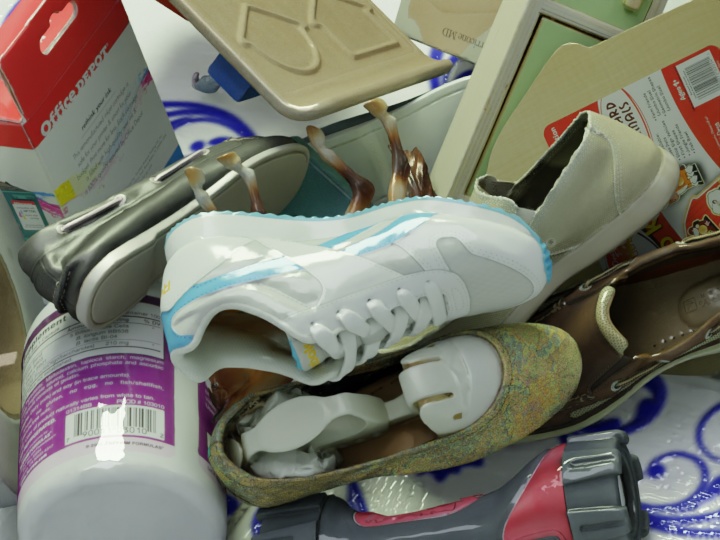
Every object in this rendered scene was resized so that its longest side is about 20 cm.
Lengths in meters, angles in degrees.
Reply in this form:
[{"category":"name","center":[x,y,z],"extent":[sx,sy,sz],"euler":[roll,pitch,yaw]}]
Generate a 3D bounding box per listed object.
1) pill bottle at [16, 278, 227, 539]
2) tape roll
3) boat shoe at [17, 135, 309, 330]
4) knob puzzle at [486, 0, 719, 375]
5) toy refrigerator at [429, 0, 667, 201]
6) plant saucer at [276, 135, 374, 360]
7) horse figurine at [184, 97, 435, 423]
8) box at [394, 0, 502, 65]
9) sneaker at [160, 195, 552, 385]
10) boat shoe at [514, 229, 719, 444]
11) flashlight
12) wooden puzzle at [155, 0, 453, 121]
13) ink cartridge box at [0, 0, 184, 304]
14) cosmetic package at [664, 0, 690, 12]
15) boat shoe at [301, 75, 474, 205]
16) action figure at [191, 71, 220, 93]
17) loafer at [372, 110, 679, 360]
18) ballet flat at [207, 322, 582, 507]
[{"category":"pill bottle","center":[-0.131,0.076,1.455],"extent":[0.112,0.112,0.200],"euler":[-14,41,7]},{"category":"tape roll","center":[-0.216,0.033,1.467],"extent":[0.037,0.203,0.203],"euler":[-13,42,8]},{"category":"boat shoe","center":[-0.105,-0.035,1.458],"extent":[0.057,0.067,0.200],"euler":[34,42,21]},{"category":"knob puzzle","center":[0.154,-0.033,1.453],"extent":[0.219,0.030,0.220],"euler":[0,89,18]},{"category":"toy refrigerator","center":[0.114,-0.121,1.499],"extent":[0.076,0.200,0.070],"euler":[21,10,-11]},{"category":"plant saucer","center":[0.000,0.000,1.506],"extent":[0.070,0.019,0.200],"euler":[-43,63,-8]},{"category":"horse figurine","center":[-0.019,-0.013,1.446],"extent":[0.200,0.133,0.050],"euler":[-23,2,-38]},{"category":"box","center":[0.101,-0.223,1.621],"extent":[0.095,0.201,0.078],"euler":[24,13,38]},{"category":"sneaker","center":[-0.002,0.015,1.341],"extent":[0.199,0.077,0.081],"euler":[-5,54,9]},{"category":"boat shoe","center":[0.132,0.028,1.397],"extent":[0.202,0.075,0.075],"euler":[-27,70,12]},{"category":"flashlight","center":[0.045,0.128,1.368],"extent":[0.199,0.068,0.068],"euler":[-9,84,17]},{"category":"wooden puzzle","center":[-0.062,-0.155,1.559],"extent":[0.200,0.046,0.185],"euler":[41,27,13]},{"category":"ink cartridge box","center":[-0.178,-0.085,1.577],"extent":[0.067,0.200,0.116],"euler":[8,48,28]},{"category":"cosmetic package","center":[0.232,-0.120,1.546],"extent":[0.113,0.081,0.200],"euler":[-39,43,-21]},{"category":"boat shoe","center":[0.049,-0.080,1.581],"extent":[0.199,0.073,0.062],"euler":[-16,18,10]},{"category":"action figure","center":[-0.070,-0.196,1.693],"extent":[0.200,0.149,0.134],"euler":[26,62,6]},{"category":"loafer","center":[0.076,-0.014,1.417],"extent":[0.200,0.068,0.076],"euler":[-40,16,5]},{"category":"ballet flat","center":[0.015,0.071,1.356],"extent":[0.199,0.071,0.071],"euler":[-18,41,11]}]
